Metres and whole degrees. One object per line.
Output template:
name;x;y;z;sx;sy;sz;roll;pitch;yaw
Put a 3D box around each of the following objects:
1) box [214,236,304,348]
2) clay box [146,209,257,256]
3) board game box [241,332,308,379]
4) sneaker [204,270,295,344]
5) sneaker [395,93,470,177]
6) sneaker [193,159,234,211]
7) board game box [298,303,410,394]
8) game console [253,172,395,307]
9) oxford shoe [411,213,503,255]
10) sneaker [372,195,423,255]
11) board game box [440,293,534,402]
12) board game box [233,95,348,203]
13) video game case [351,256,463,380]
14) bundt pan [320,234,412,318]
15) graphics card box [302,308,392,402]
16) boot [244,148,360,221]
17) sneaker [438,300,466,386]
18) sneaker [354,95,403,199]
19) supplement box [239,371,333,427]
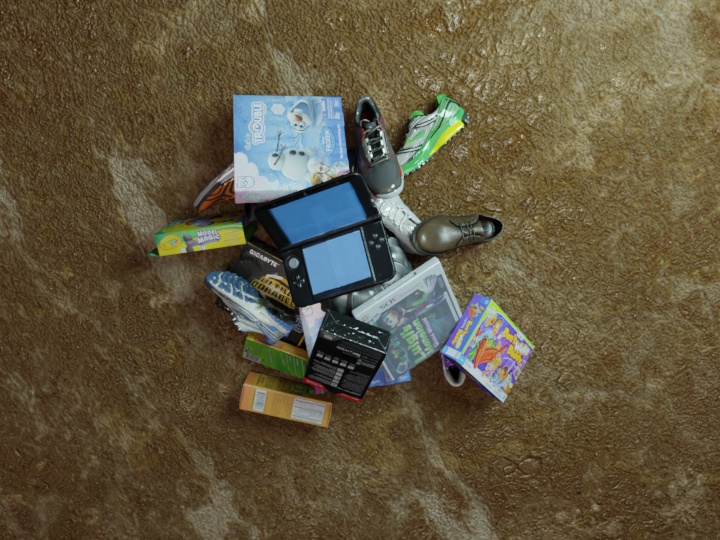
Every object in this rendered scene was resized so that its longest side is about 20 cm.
box;-0.178;0.046;1.212;0.198;0.049;0.161;29;109;-8
clay box;-0.309;-0.074;1.141;0.196;0.115;0.048;-7;108;4
board game box;-0.151;0.189;1.245;0.197;0.030;0.096;23;144;-3
sneaker;-0.230;0.081;1.162;0.199;0.077;0.086;35;110;-9
sneaker;0.105;-0.243;1.097;0.200;0.078;0.085;-43;96;5
sneaker;-0.224;-0.153;1.131;0.199;0.078;0.112;-35;109;18
board game box;-0.011;0.135;1.170;0.197;0.043;0.202;-9;101;4
game console;-0.059;-0.045;1.004;0.197;0.119;0.175;-17;80;12
oxford shoe;0.183;-0.076;1.090;0.197;0.084;0.074;-14;91;-29
sneaker;0.073;-0.103;1.113;0.199;0.087;0.075;39;89;-24
board game box;0.255;0.157;1.162;0.200;0.045;0.135;41;77;-38
board game box;-0.124;-0.216;1.036;0.195;0.044;0.203;-3;66;-10
video game case;0.097;0.096;1.090;0.180;0.023;0.201;-32;130;-4
bundt pan;0.000;0.000;1.108;0.198;0.205;0.076;-7;149;5
graphics card box;-0.029;0.161;1.074;0.124;0.051;0.201;20;142;0
boot;-0.105;-0.161;1.095;0.197;0.066;0.167;8;110;-22
sneaker;0.182;0.138;1.195;0.072;0.114;0.203;-15;106;9
sneaker;0.021;-0.221;1.043;0.076;0.082;0.203;-18;66;4
supplement box;-0.159;0.281;1.281;0.197;0.067;0.070;15;106;-3
